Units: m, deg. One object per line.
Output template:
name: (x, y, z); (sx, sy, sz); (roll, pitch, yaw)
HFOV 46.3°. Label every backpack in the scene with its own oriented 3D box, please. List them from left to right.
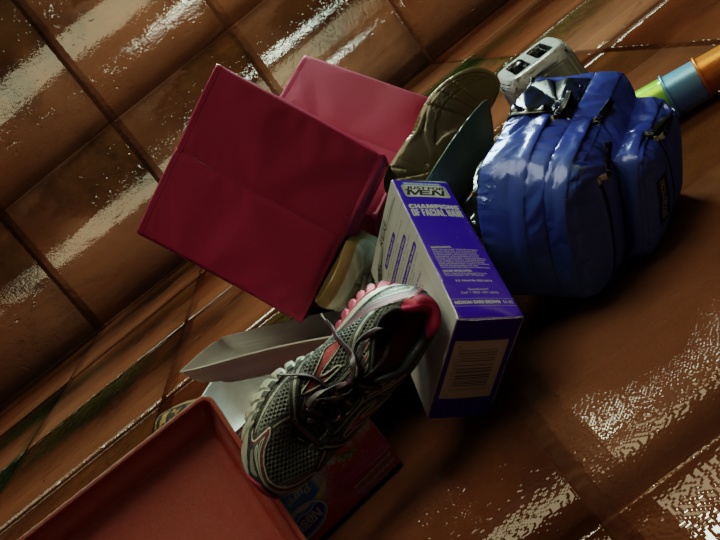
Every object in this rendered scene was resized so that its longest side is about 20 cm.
backpack: (0.196, -0.077, 0.771); (0.166, 0.164, 0.200); (2, 36, 38)

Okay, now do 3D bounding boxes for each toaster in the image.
toaster: (0.262, -0.235, 1.149); (0.113, 0.130, 0.200); (-36, 15, 13)

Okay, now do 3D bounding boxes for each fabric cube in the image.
fabric cube: (-0.098, -0.082, 0.948); (0.202, 0.197, 0.196); (-62, -1, 4)
fabric cube: (-0.021, -0.142, 1.182); (0.197, 0.197, 0.202); (79, -146, -63)

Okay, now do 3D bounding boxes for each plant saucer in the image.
plant saucer: (-0.141, 0.237, 0.654); (0.199, 0.200, 0.037); (-37, -20, -6)
plant saucer: (0.098, -0.088, 0.916); (0.203, 0.038, 0.201); (-57, -6, -9)

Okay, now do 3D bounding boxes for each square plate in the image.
square plate: (-0.065, 0.073, 0.853); (0.196, 0.029, 0.198); (-13, 5, 3)

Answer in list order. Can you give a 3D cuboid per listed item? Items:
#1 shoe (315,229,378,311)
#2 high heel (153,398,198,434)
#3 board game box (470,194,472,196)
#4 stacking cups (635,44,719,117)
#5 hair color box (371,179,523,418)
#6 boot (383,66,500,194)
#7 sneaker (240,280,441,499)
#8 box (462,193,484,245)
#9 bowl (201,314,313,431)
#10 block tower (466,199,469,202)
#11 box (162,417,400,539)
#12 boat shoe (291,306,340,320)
shoe: (0.000, 0.000, 0.901); (0.071, 0.053, 0.200); (-62, -2, 18)
high heel: (-0.165, 0.216, 0.810); (0.201, 0.070, 0.145); (121, 146, -52)
board game box: (0.160, -0.089, 1.144); (0.199, 0.035, 0.136); (-34, 15, 19)
stacking cups: (0.370, -0.208, 0.961); (0.198, 0.061, 0.061); (-29, 17, 22)
hair color box: (0.069, 0.019, 0.747); (0.064, 0.111, 0.201); (-1, 38, -18)
boot: (0.110, -0.146, 1.070); (0.201, 0.072, 0.155); (-54, -21, -6)
sneaker: (-0.017, 0.087, 0.650); (0.201, 0.081, 0.074); (-52, 18, -13)
box: (0.140, -0.028, 0.923); (0.068, 0.082, 0.201); (-23, 22, 45)
bowl: (-0.116, 0.160, 0.977); (0.199, 0.075, 0.201); (-31, 22, 35)
block tower: (0.167, -0.073, 1.043); (0.199, 0.058, 0.054); (-33, 16, 17)
box: (-0.074, 0.190, 0.753); (0.199, 0.100, 0.095); (-41, 15, -10)
boat shoe: (-0.015, 0.072, 1.016); (0.063, 0.075, 0.200); (-28, 15, -26)
